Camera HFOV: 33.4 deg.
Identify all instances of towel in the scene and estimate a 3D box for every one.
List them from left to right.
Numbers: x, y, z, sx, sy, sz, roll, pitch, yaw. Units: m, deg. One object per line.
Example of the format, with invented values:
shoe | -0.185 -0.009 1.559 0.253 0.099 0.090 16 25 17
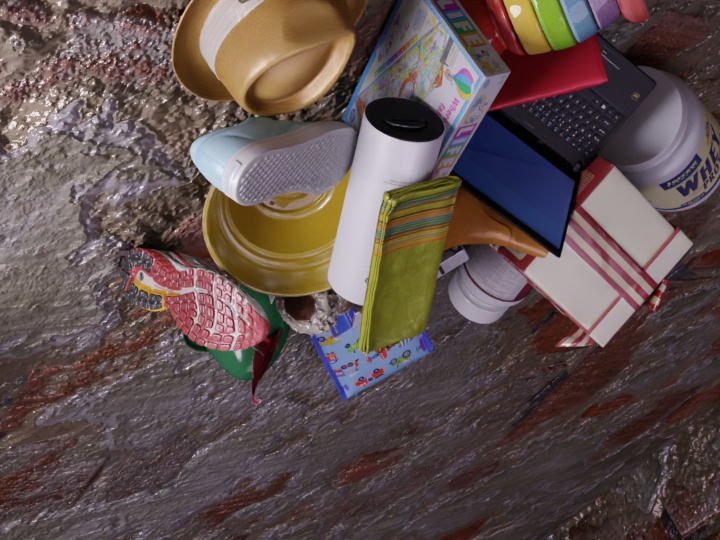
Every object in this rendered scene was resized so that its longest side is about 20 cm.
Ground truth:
towel | 0.047 -0.002 1.176 0.085 0.018 0.202 -15 135 -27

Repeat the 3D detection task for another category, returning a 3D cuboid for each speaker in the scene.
speaker | 0.023 -0.065 1.173 0.080 0.081 0.202 -12 134 -30

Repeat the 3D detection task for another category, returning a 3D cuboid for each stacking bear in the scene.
stacking bear | 0.166 -0.259 1.165 0.198 0.123 0.114 -22 -170 16

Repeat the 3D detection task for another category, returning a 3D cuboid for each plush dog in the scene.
plush dog | 0.000 0.000 1.391 0.170 0.202 0.160 23 169 -9

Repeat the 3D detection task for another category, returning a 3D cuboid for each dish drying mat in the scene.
dish drying mat | 0.146 -0.202 1.221 0.197 0.078 0.018 -13 164 9

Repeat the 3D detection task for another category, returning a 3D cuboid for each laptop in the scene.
laptop | 0.200 -0.154 1.264 0.176 0.104 0.201 33 109 -21

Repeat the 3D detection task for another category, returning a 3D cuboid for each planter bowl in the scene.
planter bowl | -0.069 -0.077 1.252 0.197 0.084 0.203 -6 127 -9

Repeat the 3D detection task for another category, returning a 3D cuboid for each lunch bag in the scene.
lunch bag | 0.004 0.071 1.634 0.149 0.095 0.201 -28 150 -4

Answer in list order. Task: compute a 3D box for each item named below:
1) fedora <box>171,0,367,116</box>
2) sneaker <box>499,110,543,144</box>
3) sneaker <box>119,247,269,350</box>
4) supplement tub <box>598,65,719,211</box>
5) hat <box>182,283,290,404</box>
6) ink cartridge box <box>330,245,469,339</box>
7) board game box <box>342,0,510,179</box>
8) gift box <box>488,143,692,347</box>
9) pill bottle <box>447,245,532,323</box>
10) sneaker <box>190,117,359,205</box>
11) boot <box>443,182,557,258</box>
fedora | -0.067 -0.199 1.062 0.198 0.082 0.201 -24 155 -12
sneaker | 0.118 -0.132 1.372 0.198 0.088 0.076 -22 156 -10
sneaker | -0.166 0.022 1.278 0.082 0.199 0.079 -6 117 -50
supplement tub | 0.368 -0.164 1.498 0.144 0.146 0.199 -37 154 19
hat | -0.122 0.123 1.493 0.198 0.177 0.166 -1 144 -44
ink cartridge box | 0.027 -0.008 1.495 0.199 0.100 0.039 -32 154 5
board game box | 0.059 -0.171 1.181 0.034 0.135 0.201 -17 153 -33
gift box | 0.253 -0.029 1.436 0.186 0.185 0.200 37 101 -30
pill bottle | 0.201 -0.021 1.635 0.108 0.110 0.201 -10 149 -33
sneaker | -0.076 -0.115 1.100 0.199 0.082 0.075 -14 135 -57
boot | 0.138 -0.047 1.276 0.143 0.202 0.071 29 137 -8
